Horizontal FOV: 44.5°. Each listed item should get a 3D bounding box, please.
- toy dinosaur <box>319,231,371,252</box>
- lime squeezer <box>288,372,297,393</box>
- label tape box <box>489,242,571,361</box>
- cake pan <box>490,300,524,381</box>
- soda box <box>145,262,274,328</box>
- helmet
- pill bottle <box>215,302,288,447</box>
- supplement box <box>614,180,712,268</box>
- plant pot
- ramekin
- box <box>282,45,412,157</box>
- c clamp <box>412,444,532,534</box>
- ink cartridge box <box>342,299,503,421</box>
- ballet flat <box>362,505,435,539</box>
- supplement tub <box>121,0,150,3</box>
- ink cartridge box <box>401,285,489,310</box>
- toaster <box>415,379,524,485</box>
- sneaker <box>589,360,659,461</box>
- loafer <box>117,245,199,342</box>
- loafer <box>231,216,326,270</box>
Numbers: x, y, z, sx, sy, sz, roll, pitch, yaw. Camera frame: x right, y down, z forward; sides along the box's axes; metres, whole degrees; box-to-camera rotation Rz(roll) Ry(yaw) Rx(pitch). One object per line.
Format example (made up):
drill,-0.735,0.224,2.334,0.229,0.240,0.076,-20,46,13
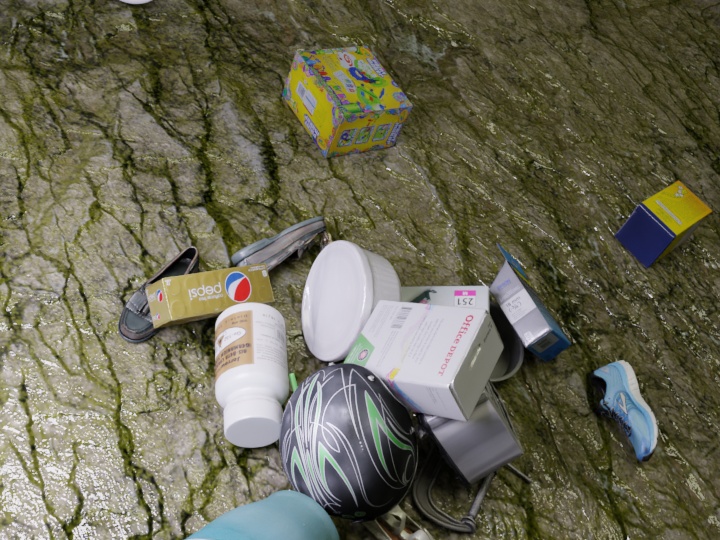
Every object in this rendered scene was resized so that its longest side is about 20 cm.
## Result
toy dinosaur,0.000,0.000,1.621,0.087,0.048,0.201,-26,59,-20
lime squeezer,-0.053,0.247,1.359,0.200,0.038,0.071,43,81,-18
label tape box,0.305,0.063,1.661,0.144,0.063,0.202,32,26,-58
cake pan,0.206,0.127,1.621,0.197,0.037,0.202,14,46,-15
soda box,-0.239,0.039,1.412,0.198,0.064,0.069,-10,82,-41
helmet,-0.023,0.240,1.240,0.191,0.198,0.202,49,30,-39
pill bottle,-0.167,0.161,1.352,0.113,0.115,0.202,8,48,-19
supplement box,0.696,-0.109,2.023,0.199,0.109,0.110,-25,65,-40
plant pot,-0.125,0.387,1.130,0.199,0.201,0.188,40,30,12
ramekin,-0.012,0.056,1.473,0.093,0.203,0.204,11,46,-33
box,-0.029,-0.365,1.882,0.190,0.123,0.201,-14,58,-35
c clamp,0.176,0.347,1.419,0.170,0.027,0.200,37,45,8
ink cartridge box,0.092,0.129,1.306,0.146,0.198,0.088,-58,132,-32
ballet flat,0.063,0.391,1.298,0.199,0.063,0.067,39,46,10
supplement tub,-0.502,-0.702,1.931,0.143,0.146,0.202,2,51,-25
ink cartridge box,0.127,0.105,1.542,0.196,0.044,0.175,-1,45,9
toaster,0.156,0.217,1.380,0.182,0.118,0.201,55,12,-34
sneaker,0.482,0.265,1.627,0.088,0.079,0.202,-8,50,-8
loafer,-0.325,0.031,1.425,0.071,0.063,0.201,29,44,3
loafer,-0.137,-0.035,1.577,0.198,0.072,0.064,-26,87,-33
